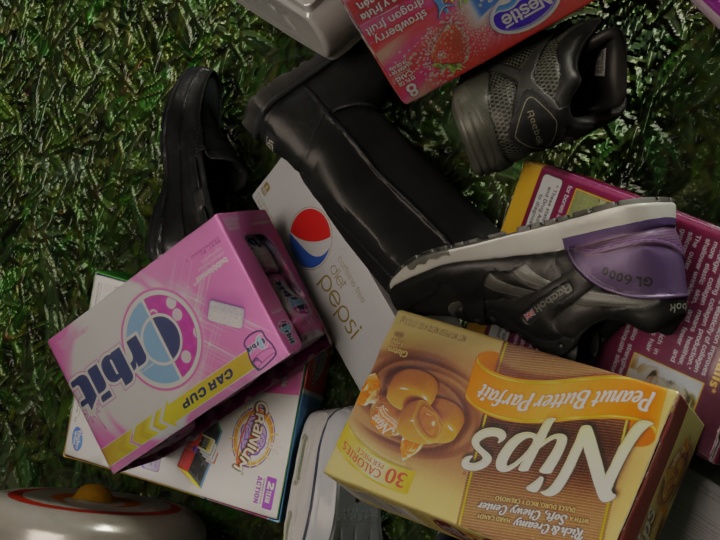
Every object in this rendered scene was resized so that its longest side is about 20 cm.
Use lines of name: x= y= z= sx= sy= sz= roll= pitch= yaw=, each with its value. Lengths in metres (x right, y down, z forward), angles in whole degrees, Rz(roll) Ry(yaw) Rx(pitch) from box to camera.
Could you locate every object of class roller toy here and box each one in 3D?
roller toy: x=-0.214 y=0.237 z=1.256 sx=0.181 sy=0.200 sz=0.141 roll=6 pitch=88 yaw=3

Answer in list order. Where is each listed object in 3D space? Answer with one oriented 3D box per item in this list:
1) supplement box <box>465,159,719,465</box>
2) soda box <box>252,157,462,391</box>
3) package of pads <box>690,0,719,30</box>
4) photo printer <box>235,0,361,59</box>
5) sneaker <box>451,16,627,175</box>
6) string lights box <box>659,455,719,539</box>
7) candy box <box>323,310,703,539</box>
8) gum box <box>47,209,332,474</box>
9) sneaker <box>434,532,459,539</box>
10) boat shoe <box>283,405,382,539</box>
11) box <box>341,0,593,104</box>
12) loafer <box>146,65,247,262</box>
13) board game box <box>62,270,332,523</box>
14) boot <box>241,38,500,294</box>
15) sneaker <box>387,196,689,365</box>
supplement box: x=0.184 y=0.024 z=1.016 sx=0.199 sy=0.103 sz=0.132 roll=27 pitch=100 yaw=38
soda box: x=0.000 y=0.000 z=1.182 sx=0.064 sy=0.068 sz=0.201 roll=-49 pitch=58 yaw=32
package of pads: x=0.286 y=-0.167 z=0.976 sx=0.121 sy=0.075 sz=0.200 roll=-51 pitch=57 yaw=22
photo printer: x=-0.007 y=-0.263 z=1.179 sx=0.200 sy=0.070 sz=0.166 roll=-45 pitch=51 yaw=-12
sneaker: x=0.123 y=-0.135 z=1.069 sx=0.113 sy=0.200 sz=0.077 roll=-14 pitch=115 yaw=13
string lights box: x=0.174 y=0.210 z=1.029 sx=0.103 sy=0.059 sz=0.201 roll=33 pitch=105 yaw=36
candy box: x=0.088 y=0.106 z=0.954 sx=0.199 sy=0.055 sz=0.116 roll=16 pitch=74 yaw=35
gum box: x=-0.123 y=0.050 z=1.178 sx=0.200 sy=0.066 sz=0.114 roll=-35 pitch=78 yaw=28
sneaker: x=0.047 y=0.244 z=1.111 sx=0.074 sy=0.081 sz=0.201 roll=33 pitch=105 yaw=36
boat shoe: x=-0.023 y=0.201 z=1.189 sx=0.067 sy=0.073 sz=0.201 roll=-1 pitch=74 yaw=52
box: x=0.087 y=-0.205 z=1.025 sx=0.199 sy=0.096 sz=0.100 roll=-28 pitch=24 yaw=11
loafer: x=-0.122 y=-0.078 z=1.278 sx=0.070 sy=0.068 sz=0.202 roll=-8 pitch=56 yaw=15
board game box: x=-0.128 y=0.095 z=1.254 sx=0.199 sy=0.040 sz=0.154 roll=14 pitch=96 yaw=22
boot: x=0.038 y=-0.082 z=1.156 sx=0.165 sy=0.066 sz=0.200 roll=-37 pitch=70 yaw=-18
sneaker: x=0.103 y=0.020 z=0.972 sx=0.199 sy=0.076 sz=0.088 roll=-15 pitch=82 yaw=37
